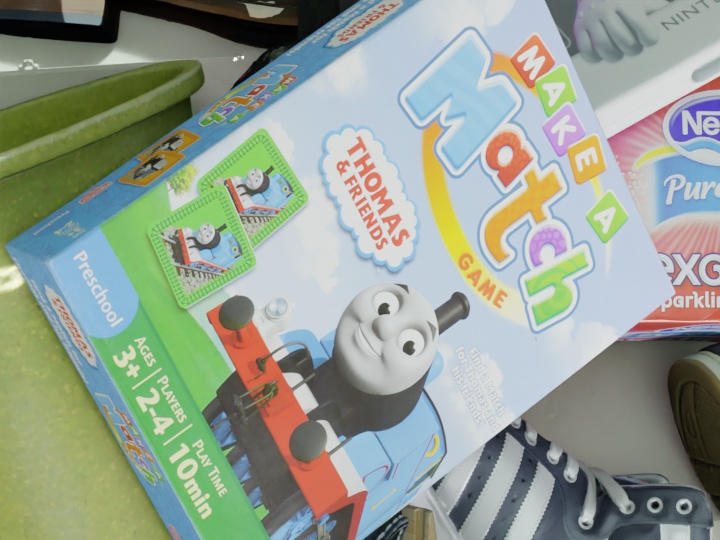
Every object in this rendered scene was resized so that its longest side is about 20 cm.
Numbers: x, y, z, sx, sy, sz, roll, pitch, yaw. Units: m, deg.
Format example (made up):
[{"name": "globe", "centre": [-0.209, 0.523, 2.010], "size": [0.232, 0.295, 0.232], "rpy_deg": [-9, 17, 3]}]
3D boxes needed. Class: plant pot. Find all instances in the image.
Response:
[{"name": "plant pot", "centre": [-0.121, 0.043, 0.933], "size": [0.200, 0.200, 0.185], "rpy_deg": [-21, 100, -10]}]

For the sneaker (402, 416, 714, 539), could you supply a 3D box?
[{"name": "sneaker", "centre": [0.064, 0.075, 1.005], "size": [0.108, 0.070, 0.200], "rpy_deg": [-28, 97, -6]}]

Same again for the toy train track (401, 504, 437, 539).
[{"name": "toy train track", "centre": [0.051, 0.150, 0.951], "size": [0.033, 0.199, 0.115], "rpy_deg": [-38, 127, -46]}]

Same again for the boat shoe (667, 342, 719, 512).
[{"name": "boat shoe", "centre": [0.197, 0.104, 1.028], "size": [0.066, 0.072, 0.201], "rpy_deg": [-36, 97, -16]}]

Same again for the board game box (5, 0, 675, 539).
[{"name": "board game box", "centre": [0.000, 0.000, 0.879], "size": [0.200, 0.037, 0.152], "rpy_deg": [-37, 116, -21]}]

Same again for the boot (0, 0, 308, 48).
[{"name": "boot", "centre": [-0.051, -0.137, 1.005], "size": [0.199, 0.075, 0.097], "rpy_deg": [2, 87, -7]}]

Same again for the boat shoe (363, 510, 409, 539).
[{"name": "boat shoe", "centre": [-0.013, 0.173, 0.937], "size": [0.091, 0.071, 0.201], "rpy_deg": [29, 94, 15]}]

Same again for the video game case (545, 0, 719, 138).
[{"name": "video game case", "centre": [0.105, -0.155, 0.998], "size": [0.181, 0.023, 0.200], "rpy_deg": [-29, 55, -14]}]

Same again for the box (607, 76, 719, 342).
[{"name": "box", "centre": [0.128, -0.024, 1.012], "size": [0.199, 0.095, 0.100], "rpy_deg": [1, 84, -9]}]

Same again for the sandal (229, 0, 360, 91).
[{"name": "sandal", "centre": [-0.028, -0.018, 0.937], "size": [0.048, 0.075, 0.201], "rpy_deg": [4, 93, -17]}]
